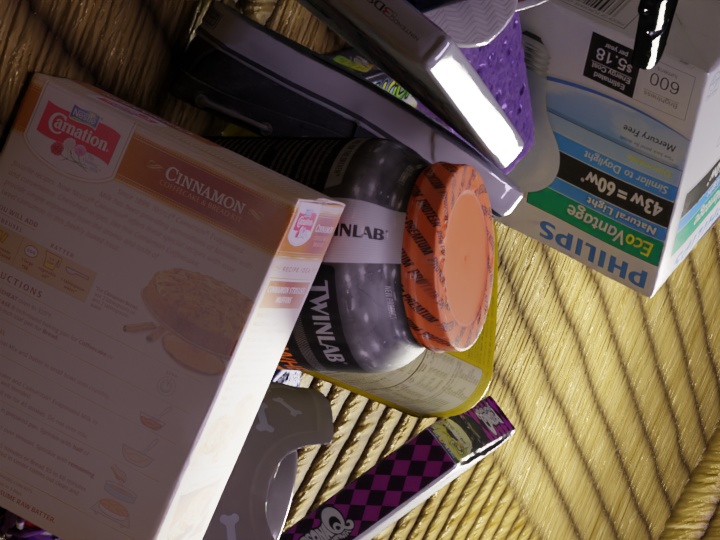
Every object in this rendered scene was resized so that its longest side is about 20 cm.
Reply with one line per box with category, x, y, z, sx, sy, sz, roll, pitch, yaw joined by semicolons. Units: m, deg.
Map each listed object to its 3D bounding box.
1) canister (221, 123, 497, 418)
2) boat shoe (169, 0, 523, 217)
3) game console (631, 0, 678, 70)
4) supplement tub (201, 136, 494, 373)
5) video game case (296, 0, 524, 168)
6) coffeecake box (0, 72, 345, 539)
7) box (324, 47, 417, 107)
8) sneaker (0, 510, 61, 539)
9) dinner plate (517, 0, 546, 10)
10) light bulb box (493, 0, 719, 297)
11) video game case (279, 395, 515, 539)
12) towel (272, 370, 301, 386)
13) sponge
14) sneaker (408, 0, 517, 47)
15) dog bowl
canister;0.000;0.000;1.569;0.200;0.086;0.149;26;63;-54
boat shoe;-0.009;-0.070;1.446;0.068;0.200;0.072;-60;-168;8
game console;0.146;-0.246;1.528;0.176;0.116;0.200;87;20;-70
supplement tub;-0.038;-0.009;1.381;0.122;0.199;0.123;1;90;-68
video game case;-0.004;-0.137;1.374;0.024;0.182;0.200;-49;162;0
coffeecake box;-0.121;0.026;1.304;0.200;0.153;0.073;-66;163;7
box;0.001;-0.088;1.693;0.200;0.035;0.110;-23;135;-64
sneaker;-0.164;0.126;1.450;0.084;0.081;0.200;-53;161;-15
dinner plate;0.074;-0.249;1.532;0.200;0.024;0.201;-6;102;-29
light bulb box;0.161;-0.123;1.834;0.125;0.198;0.200;-44;152;-43
video game case;-0.004;0.157;1.694;0.200;0.036;0.181;-37;174;15
towel;-0.079;0.133;1.741;0.148;0.049;0.200;-49;157;-37
sponge;0.065;-0.147;1.694;0.112;0.030;0.200;-45;134;-48
sneaker;0.018;-0.207;1.445;0.115;0.080;0.200;157;-80;-72
dog bowl;-0.089;0.148;1.524;0.200;0.059;0.200;-56;-162;28
